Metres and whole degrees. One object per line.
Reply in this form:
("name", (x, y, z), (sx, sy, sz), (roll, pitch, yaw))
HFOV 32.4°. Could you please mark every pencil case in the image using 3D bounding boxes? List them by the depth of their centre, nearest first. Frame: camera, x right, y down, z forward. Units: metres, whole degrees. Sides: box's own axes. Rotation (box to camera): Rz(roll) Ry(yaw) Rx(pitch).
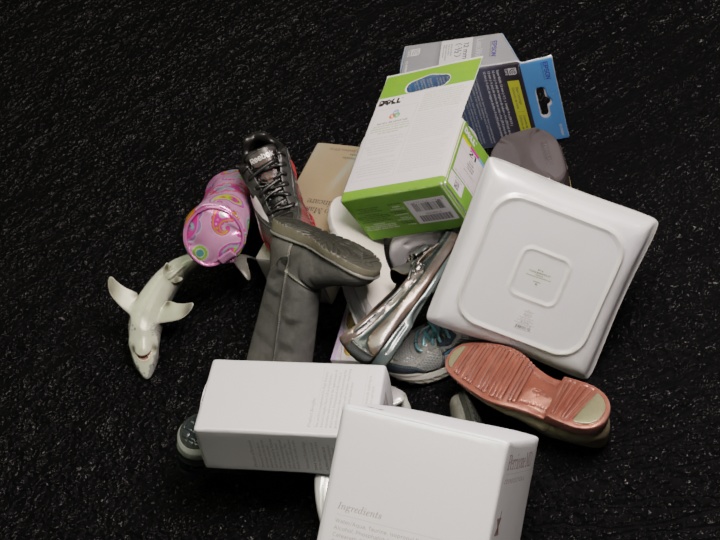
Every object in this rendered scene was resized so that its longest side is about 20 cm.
("pencil case", (-0.174, -0.071, 1.601), (0.086, 0.089, 0.200), (-17, 16, 8))

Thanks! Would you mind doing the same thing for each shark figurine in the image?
("shark figurine", (-0.237, 0.024, 1.616), (0.214, 0.090, 0.128), (-43, 83, -5))

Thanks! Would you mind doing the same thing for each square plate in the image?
("square plate", (0.194, 0.004, 1.336), (0.197, 0.201, 0.029), (20, 19, -2))

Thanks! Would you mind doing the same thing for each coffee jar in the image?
("coffee jar", (0.206, -0.062, 1.416), (0.084, 0.201, 0.105), (-16, 46, 8))

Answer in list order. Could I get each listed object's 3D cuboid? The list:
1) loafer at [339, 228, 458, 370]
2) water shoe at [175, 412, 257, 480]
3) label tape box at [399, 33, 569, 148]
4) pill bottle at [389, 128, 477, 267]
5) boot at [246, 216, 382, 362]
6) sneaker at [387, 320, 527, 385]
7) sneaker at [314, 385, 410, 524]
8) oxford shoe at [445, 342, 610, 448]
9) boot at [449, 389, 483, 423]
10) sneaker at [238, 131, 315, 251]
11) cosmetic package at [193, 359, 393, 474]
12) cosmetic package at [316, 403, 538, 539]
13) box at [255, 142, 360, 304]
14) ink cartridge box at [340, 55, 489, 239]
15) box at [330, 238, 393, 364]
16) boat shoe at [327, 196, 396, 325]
("loafer", (0.049, 0.022, 1.387), (0.062, 0.072, 0.201), (33, 63, 2))
("water shoe", (-0.116, 0.191, 1.430), (0.197, 0.080, 0.072), (-5, 49, -16))
("label tape box", (0.164, -0.231, 1.613), (0.197, 0.144, 0.067), (-6, 50, 18))
("pill bottle", (0.099, -0.089, 1.544), (0.109, 0.112, 0.202), (-5, 50, 18))
("boot", (-0.060, 0.056, 1.438), (0.181, 0.072, 0.203), (26, 107, 45))
("sneaker", (0.110, 0.065, 1.428), (0.197, 0.087, 0.078), (-17, 47, 8))
("sneaker", (0.002, 0.205, 1.368), (0.079, 0.071, 0.202), (2, 52, 20))
("oxford shoe", (0.178, 0.142, 1.343), (0.198, 0.074, 0.071), (26, 62, 32))
("boot", (0.081, 0.226, 1.325), (0.129, 0.068, 0.202), (-20, 46, 13))
("sneaker", (-0.108, -0.098, 1.538), (0.070, 0.099, 0.202), (-21, 47, 2))
("cosmetic package", (-0.070, 0.158, 1.335), (0.196, 0.075, 0.103), (1, 45, 12))
("cosmetic package", (0.062, 0.242, 1.182), (0.164, 0.167, 0.204), (10, 87, 19))
("box", (-0.047, -0.063, 1.603), (0.094, 0.078, 0.202), (7, 55, 27))
("ink cartridge box", (0.078, -0.146, 1.466), (0.146, 0.076, 0.202), (-7, 50, 36))
("box", (0.009, 0.039, 1.523), (0.041, 0.039, 0.202), (3, 53, 21))
("boat shoe", (0.000, 0.000, 1.488), (0.071, 0.069, 0.202), (-1, 49, -33))
